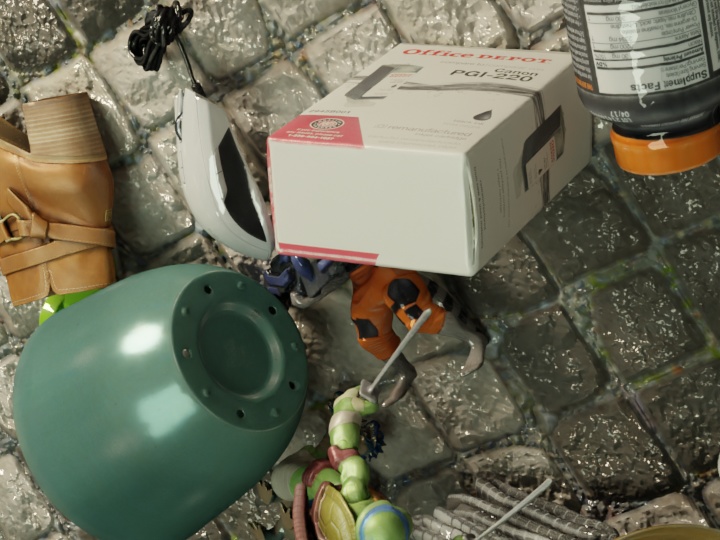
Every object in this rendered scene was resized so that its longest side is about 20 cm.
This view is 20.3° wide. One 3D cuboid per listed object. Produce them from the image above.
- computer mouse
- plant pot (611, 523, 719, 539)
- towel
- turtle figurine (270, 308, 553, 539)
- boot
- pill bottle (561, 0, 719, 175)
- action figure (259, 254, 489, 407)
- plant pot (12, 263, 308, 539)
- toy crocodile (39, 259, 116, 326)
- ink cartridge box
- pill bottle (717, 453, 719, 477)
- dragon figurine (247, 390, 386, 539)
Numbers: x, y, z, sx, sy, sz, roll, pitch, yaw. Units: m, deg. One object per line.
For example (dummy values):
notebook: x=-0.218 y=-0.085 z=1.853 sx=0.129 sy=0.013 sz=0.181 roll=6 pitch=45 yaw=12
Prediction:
computer mouse: x=-0.118 y=-0.093 z=1.460 sx=0.109 sy=0.044 sz=0.202 roll=-1 pitch=112 yaw=68
plant pot: x=0.201 y=0.260 z=1.379 sx=0.198 sy=0.028 sz=0.202 roll=-4 pitch=110 yaw=-12
towel: x=0.140 y=0.250 z=1.486 sx=0.199 sy=0.085 sz=0.167 roll=16 pitch=137 yaw=54
turtle figurine: x=0.026 y=0.156 z=1.436 sx=0.143 sy=0.201 sz=0.194 roll=31 pitch=163 yaw=-16
boot: x=-0.280 y=-0.050 z=1.583 sx=0.198 sy=0.077 sz=0.157 roll=-7 pitch=98 yaw=19
pill bottle: x=0.177 y=-0.163 z=1.246 sx=0.105 sy=0.106 sz=0.202 roll=1 pitch=117 yaw=29
action figure: x=0.000 y=0.000 z=1.475 sx=0.195 sy=0.104 sz=0.200 roll=59 pitch=158 yaw=-4
plant pot: x=-0.133 y=0.088 z=1.501 sx=0.161 sy=0.201 sz=0.201 roll=-31 pitch=99 yaw=43
toy crocodile: x=-0.218 y=0.073 z=1.647 sx=0.067 sy=0.062 sz=0.202 roll=14 pitch=118 yaw=23
ink cartridge box: x=0.049 y=-0.078 z=1.308 sx=0.144 sy=0.200 sz=0.086 roll=7 pitch=115 yaw=27
pill bottle: x=0.315 y=0.188 z=1.306 sx=0.110 sy=0.111 sz=0.201 roll=-12 pitch=113 yaw=34
dragon figurine: x=-0.032 y=0.187 z=1.585 sx=0.059 sy=0.099 sz=0.201 roll=42 pitch=142 yaw=34
